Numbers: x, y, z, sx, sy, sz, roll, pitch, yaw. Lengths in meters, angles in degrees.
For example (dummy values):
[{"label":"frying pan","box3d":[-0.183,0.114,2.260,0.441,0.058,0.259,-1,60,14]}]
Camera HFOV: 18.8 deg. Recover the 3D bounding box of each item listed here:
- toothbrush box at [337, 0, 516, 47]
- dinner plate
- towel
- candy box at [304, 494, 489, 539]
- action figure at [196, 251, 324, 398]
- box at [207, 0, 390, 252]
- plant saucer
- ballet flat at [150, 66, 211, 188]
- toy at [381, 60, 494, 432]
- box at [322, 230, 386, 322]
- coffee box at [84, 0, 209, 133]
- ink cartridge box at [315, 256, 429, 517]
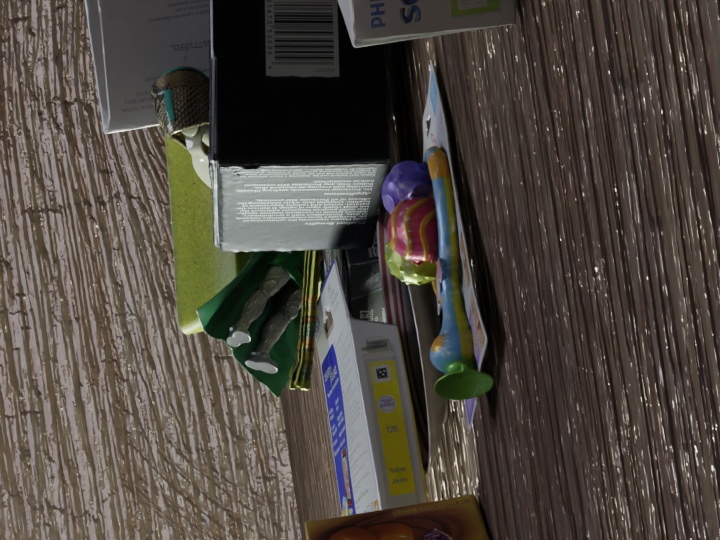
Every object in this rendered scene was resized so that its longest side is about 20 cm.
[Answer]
[{"label":"toothbrush box","box3d":[0.014,-0.226,1.063,0.200,0.086,0.146,-104,8,-52]},{"label":"dinner plate","box3d":[0.039,0.045,1.546,0.200,0.024,0.200,172,90,-84]},{"label":"towel","box3d":[-0.041,-0.011,1.679,0.086,0.018,0.200,-133,47,-82]},{"label":"candy box","box3d":[0.038,0.230,1.362,0.200,0.117,0.056,-107,10,-54]},{"label":"action figure","box3d":[-0.057,-0.004,1.892,0.118,0.055,0.200,52,-129,-34]},{"label":"box","box3d":[-0.047,-0.135,1.516,0.197,0.124,0.200,107,162,-74]},{"label":"plant saucer","box3d":[-0.082,-0.054,1.932,0.048,0.200,0.200,3,100,41]},{"label":"ballet flat","box3d":[-0.096,-0.084,1.675,0.200,0.068,0.075,37,-139,-52]},{"label":"toy","box3d":[0.040,-0.013,1.322,0.115,0.047,0.200,94,166,-58]},{"label":"box","box3d":[0.000,0.000,1.758,0.200,0.044,0.160,88,172,-48]},{"label":"coffee box","box3d":[-0.120,-0.231,1.766,0.198,0.200,0.200,-103,5,-81]},{"label":"ink cartridge box","box3d":[0.005,0.107,1.613,0.198,0.047,0.200,114,149,-75]}]
